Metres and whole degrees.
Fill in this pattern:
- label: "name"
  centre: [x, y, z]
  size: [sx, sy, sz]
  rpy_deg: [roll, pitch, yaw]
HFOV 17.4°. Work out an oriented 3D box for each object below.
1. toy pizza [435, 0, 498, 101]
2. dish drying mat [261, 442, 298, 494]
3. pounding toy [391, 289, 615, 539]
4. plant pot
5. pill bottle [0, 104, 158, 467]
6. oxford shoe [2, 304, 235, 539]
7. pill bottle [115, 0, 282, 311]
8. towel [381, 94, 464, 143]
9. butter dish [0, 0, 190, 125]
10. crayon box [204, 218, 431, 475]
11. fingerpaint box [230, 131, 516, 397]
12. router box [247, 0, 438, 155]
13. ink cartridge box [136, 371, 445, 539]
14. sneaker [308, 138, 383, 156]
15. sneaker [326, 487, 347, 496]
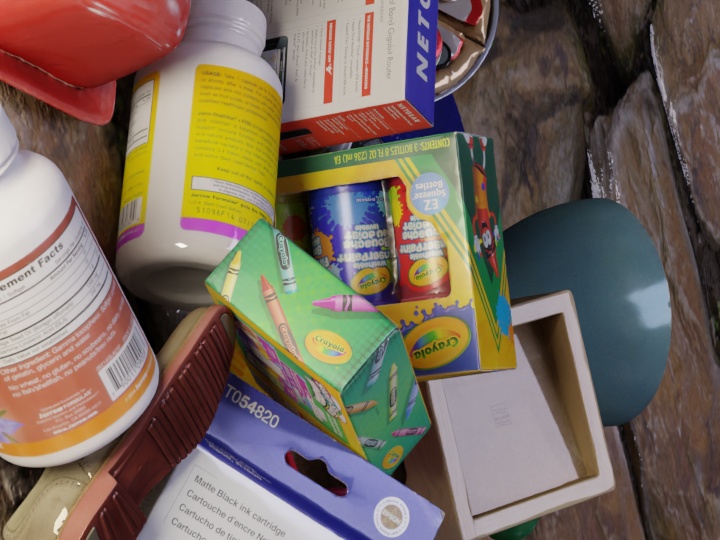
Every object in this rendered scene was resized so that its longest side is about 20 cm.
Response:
- label: "toy pizza"
  centre: [0.016, -0.221, 1.815]
  size: [0.032, 0.198, 0.202]
  rpy_deg: [133, -40, -66]
- label: "dish drying mat"
  centre: [-0.054, 0.139, 1.619]
  size: [0.200, 0.018, 0.077]
  rpy_deg: [-113, -178, -85]
- label: "pounding toy"
  centre: [0.072, 0.138, 1.790]
  size: [0.183, 0.142, 0.202]
  rpy_deg: [-14, 92, -35]
- label: "plant pot"
  centre: [0.157, 0.041, 2.044]
  size: [0.134, 0.200, 0.202]
  rpy_deg: [-4, 86, -31]
- label: "pill bottle"
  centre: [-0.202, 0.005, 1.349]
  size: [0.201, 0.111, 0.113]
  rpy_deg: [66, 30, -30]
- label: "oxford shoe"
  centre: [-0.146, 0.094, 1.428]
  size: [0.201, 0.074, 0.071]
  rpy_deg: [-56, 148, -28]
- label: "pill bottle"
  centre: [-0.106, -0.082, 1.585]
  size: [0.104, 0.103, 0.202]
  rpy_deg: [40, 49, -55]
- label: "towel"
  centre: [0.036, -0.088, 1.961]
  size: [0.201, 0.049, 0.148]
  rpy_deg: [-73, 152, -43]
- label: "butter dish"
  centre: [-0.160, -0.211, 1.459]
  size: [0.200, 0.147, 0.201]
  rpy_deg: [27, 60, -61]
- label: "crayon box"
  centre: [-0.024, 0.057, 1.534]
  size: [0.058, 0.119, 0.200]
  rpy_deg: [-48, 160, -12]
- label: "fingerpaint box"
  centre: [0.000, 0.000, 1.674]
  size: [0.073, 0.198, 0.169]
  rpy_deg: [3, 81, -64]
- label: "router box"
  centre: [-0.033, -0.186, 1.682]
  size: [0.049, 0.178, 0.202]
  rpy_deg: [37, 50, -55]
- label: "ink cartridge box"
  centre: [-0.056, 0.194, 1.491]
  size: [0.199, 0.041, 0.201]
  rpy_deg: [33, 75, -19]
- label: "sneaker"
  centre: [0.021, -0.066, 1.802]
  size: [0.076, 0.113, 0.201]
  rpy_deg: [108, -19, -53]
- label: "sneaker"
  centre: [-0.017, 0.241, 1.663]
  size: [0.200, 0.081, 0.089]
  rpy_deg: [-95, 172, -61]
